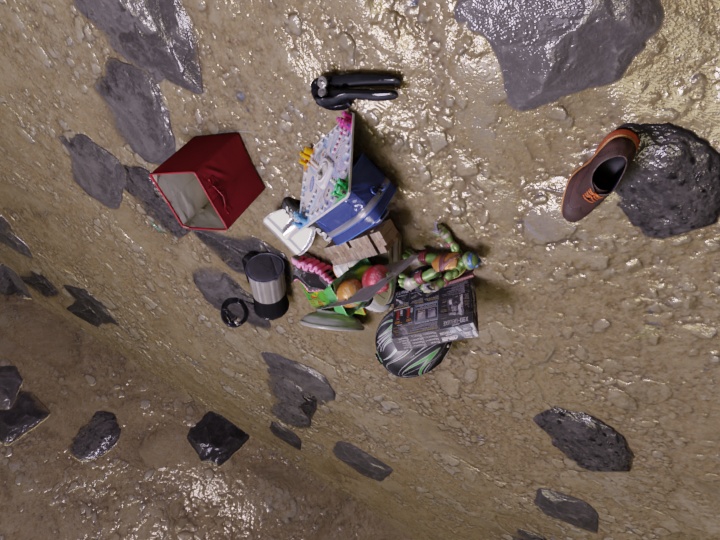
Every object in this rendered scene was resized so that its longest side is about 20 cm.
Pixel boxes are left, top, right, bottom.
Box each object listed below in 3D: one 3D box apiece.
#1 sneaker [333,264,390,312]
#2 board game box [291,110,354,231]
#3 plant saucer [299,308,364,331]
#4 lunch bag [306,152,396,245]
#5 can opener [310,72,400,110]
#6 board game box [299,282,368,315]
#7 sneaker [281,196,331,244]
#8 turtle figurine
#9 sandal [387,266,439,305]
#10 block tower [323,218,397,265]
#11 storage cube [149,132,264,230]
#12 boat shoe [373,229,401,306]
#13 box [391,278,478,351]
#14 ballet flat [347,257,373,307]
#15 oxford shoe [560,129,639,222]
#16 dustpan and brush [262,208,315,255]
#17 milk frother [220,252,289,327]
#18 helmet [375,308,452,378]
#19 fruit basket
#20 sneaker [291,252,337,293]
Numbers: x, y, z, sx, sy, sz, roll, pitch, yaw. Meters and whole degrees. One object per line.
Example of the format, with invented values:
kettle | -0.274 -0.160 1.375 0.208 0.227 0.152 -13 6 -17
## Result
sneaker | 0.018 0.031 1.394 0.200 0.076 0.092 43 138 -13
board game box | -0.082 -0.211 1.106 0.026 0.203 0.199 17 153 -31
plant saucer | -0.083 0.144 1.555 0.197 0.051 0.200 6 180 0
lunch bag | -0.012 -0.152 1.157 0.132 0.137 0.199 43 144 -17
can opener | -0.012 -0.356 1.012 0.197 0.078 0.065 3 95 31
board game box | -0.073 0.066 1.520 0.198 0.048 0.102 6 135 32
sneaker | -0.100 -0.138 1.273 0.090 0.067 0.199 -40 129 22
turtle figurine | 0.153 -0.025 1.174 0.193 0.198 0.146 -16 88 50
sandal | 0.125 0.051 1.327 0.198 0.043 0.076 -25 118 31
block tower | -0.002 -0.061 1.213 0.199 0.058 0.054 -13 116 46
storage cube | -0.382 -0.225 1.323 0.198 0.181 0.172 4 134 32
boat shoe | 0.071 -0.005 1.278 0.074 0.068 0.202 30 132 34
box | 0.174 0.099 1.227 0.197 0.159 0.050 -15 129 19
ballet flat | 0.000 0.000 1.317 0.067 0.068 0.203 -10 103 8
oxford shoe | 0.402 -0.147 0.902 0.070 0.073 0.201 26 143 9
dustpan and brush | -0.150 -0.131 1.347 0.199 0.057 0.140 -38 109 21
milk frother | -0.332 0.067 1.594 0.179 0.201 0.190 24 142 19
helmet | 0.138 0.178 1.360 0.198 0.201 0.192 27 145 8
fruit basket | 0.017 0.036 1.160 0.199 0.185 0.095 -9 114 49
sneaker | -0.116 0.029 1.461 0.198 0.079 0.097 29 118 26
